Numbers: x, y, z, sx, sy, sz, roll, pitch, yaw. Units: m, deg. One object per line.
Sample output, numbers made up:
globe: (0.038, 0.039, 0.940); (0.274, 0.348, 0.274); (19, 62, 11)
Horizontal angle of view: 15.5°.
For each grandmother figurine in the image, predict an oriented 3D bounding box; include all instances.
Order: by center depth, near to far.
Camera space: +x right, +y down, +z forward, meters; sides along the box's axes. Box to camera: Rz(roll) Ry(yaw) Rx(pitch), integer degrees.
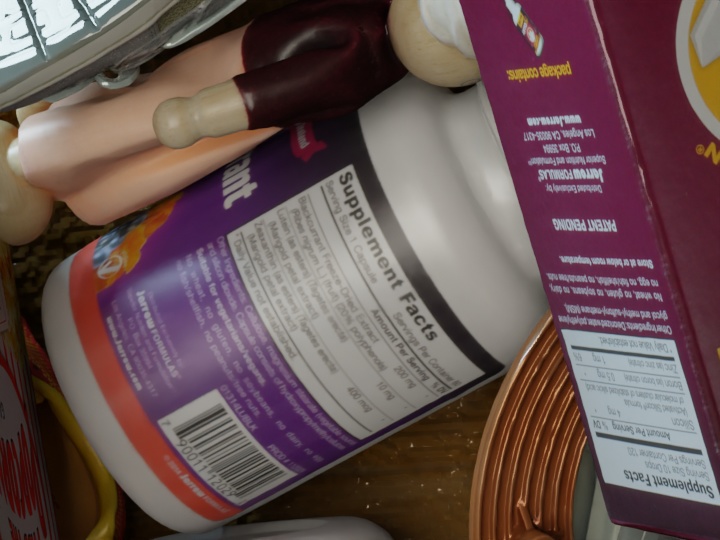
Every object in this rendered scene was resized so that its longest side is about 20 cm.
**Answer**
grandmother figurine: (-0.025, -0.064, 0.865); (0.200, 0.121, 0.061); (-16, 116, 27)

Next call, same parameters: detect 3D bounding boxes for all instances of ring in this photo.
ring: (0.129, 0.073, 0.865); (0.200, 0.019, 0.201); (-5, 103, -23)

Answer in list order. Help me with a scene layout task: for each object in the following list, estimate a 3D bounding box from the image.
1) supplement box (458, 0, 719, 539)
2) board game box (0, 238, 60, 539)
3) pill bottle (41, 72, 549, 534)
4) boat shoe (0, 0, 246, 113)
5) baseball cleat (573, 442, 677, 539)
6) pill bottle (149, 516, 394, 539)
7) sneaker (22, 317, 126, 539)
supplement box: (0.112, -0.031, 0.785); (0.110, 0.086, 0.200); (-20, 98, -21)
board game box: (-0.135, 0.054, 0.850); (0.046, 0.152, 0.200); (-11, 82, 1)
pill bottle: (0.000, 0.000, 0.915); (0.200, 0.111, 0.111); (-29, 84, 14)
boat shoe: (-0.050, -0.109, 0.842); (0.202, 0.065, 0.074); (-37, 55, 2)
baseball cleat: (0.107, 0.099, 0.910); (0.106, 0.070, 0.200); (-2, 119, -21)
pill bottle: (-0.031, 0.191, 0.929); (0.112, 0.112, 0.200); (-7, 90, 16)
sneaker: (-0.148, 0.027, 0.969); (0.073, 0.077, 0.200); (-39, 85, -15)
